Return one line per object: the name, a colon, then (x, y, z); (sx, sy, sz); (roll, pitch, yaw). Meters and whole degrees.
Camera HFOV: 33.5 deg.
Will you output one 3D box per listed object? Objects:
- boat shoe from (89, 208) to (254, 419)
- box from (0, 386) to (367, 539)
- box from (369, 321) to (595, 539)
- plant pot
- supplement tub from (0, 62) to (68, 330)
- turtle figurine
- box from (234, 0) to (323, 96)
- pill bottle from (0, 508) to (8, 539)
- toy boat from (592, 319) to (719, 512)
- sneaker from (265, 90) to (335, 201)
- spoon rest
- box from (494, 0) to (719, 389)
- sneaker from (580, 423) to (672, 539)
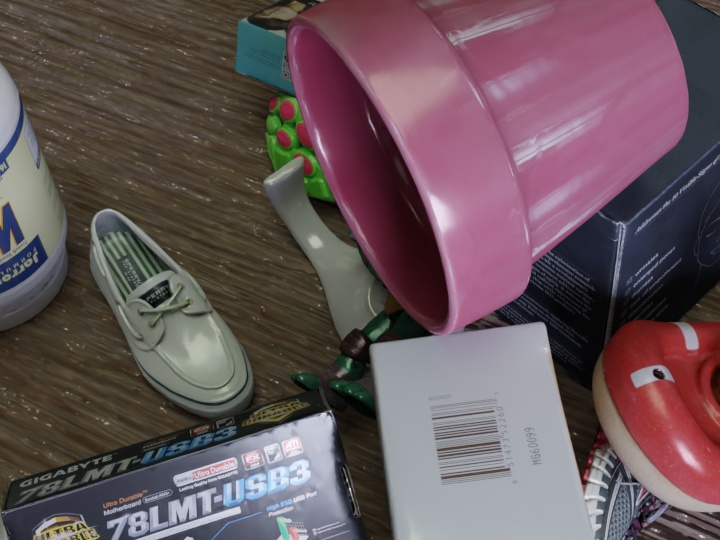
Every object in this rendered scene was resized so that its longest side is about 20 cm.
boat shoe: (-0.156, 0.031, 0.916); (0.073, 0.067, 0.200); (-36, 59, -20)
box: (-0.089, 0.193, 0.719); (0.199, 0.200, 0.050); (-17, 15, -7)
box: (0.070, 0.152, 0.724); (0.106, 0.201, 0.153); (-8, 54, 0)
plant pot: (0.078, -0.090, 0.689); (0.178, 0.200, 0.200); (-27, 56, -10)
supplement tub: (-0.308, -0.058, 0.911); (0.144, 0.201, 0.146); (-2, 53, 3)
turtle figurine: (0.033, 0.007, 0.842); (0.100, 0.150, 0.201); (32, 75, -7)
box: (-0.020, -0.217, 1.060); (0.082, 0.049, 0.200); (25, 39, 21)
pill bottle: (-0.147, 0.172, 0.785); (0.199, 0.109, 0.109); (-16, 54, -7)
toy boat: (0.248, 0.070, 0.747); (0.199, 0.131, 0.131); (0, 49, -22)
sneaker: (-0.003, -0.093, 1.005); (0.200, 0.077, 0.084); (33, 31, 30)
spoon rest: (0.000, 0.000, 0.942); (0.099, 0.061, 0.200); (-35, 72, -18)
box: (0.200, -0.055, 0.870); (0.200, 0.197, 0.124); (-38, 60, -22)
sneaker: (0.185, 0.142, 0.798); (0.074, 0.081, 0.201); (18, 56, 15)
